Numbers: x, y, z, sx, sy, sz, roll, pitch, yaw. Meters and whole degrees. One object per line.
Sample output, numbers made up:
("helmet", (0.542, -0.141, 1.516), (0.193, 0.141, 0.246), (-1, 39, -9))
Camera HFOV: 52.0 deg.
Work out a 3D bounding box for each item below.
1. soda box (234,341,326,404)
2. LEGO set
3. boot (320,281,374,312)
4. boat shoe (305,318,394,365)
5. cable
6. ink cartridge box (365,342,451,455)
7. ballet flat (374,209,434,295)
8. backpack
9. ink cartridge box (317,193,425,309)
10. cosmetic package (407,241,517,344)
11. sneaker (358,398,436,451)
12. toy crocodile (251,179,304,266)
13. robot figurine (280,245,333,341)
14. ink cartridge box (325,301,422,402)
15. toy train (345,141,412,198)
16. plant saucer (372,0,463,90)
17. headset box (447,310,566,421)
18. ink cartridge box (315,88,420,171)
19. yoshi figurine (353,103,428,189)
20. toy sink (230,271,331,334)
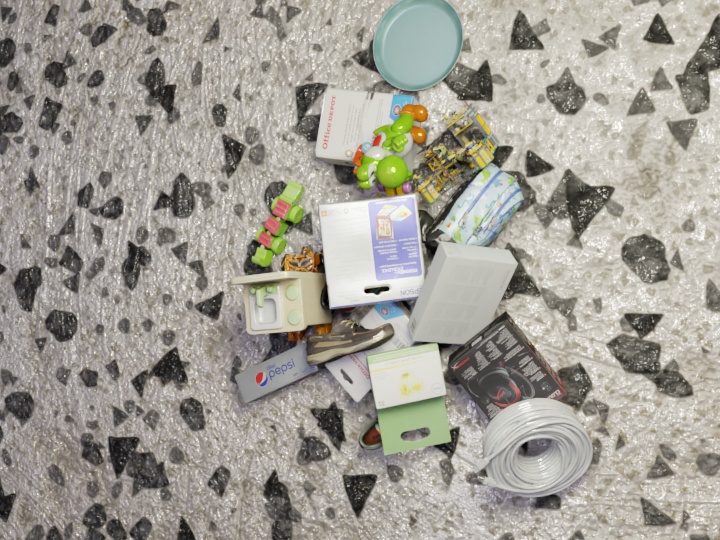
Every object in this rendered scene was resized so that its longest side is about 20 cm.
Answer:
("soda box", (-0.172, 0.220, 1.607), (0.198, 0.063, 0.069), (-27, 79, 18))
("LEGO set", (0.169, -0.235, 1.433), (0.116, 0.154, 0.199), (50, 134, -10))
("boot", (0.000, 0.000, 1.509), (0.072, 0.144, 0.201), (39, 99, 20))
("boat shoe", (-0.029, 0.133, 1.479), (0.197, 0.074, 0.075), (-19, 80, 18))
("cable", (0.323, 0.330, 1.361), (0.198, 0.070, 0.201), (28, 112, -17))
("ink cartridge box", (0.098, 0.253, 1.447), (0.143, 0.048, 0.204), (-10, 88, -3))
("ballet flat", (0.100, -0.027, 1.499), (0.068, 0.068, 0.202), (28, 84, -9))
("backpack", (0.223, -0.108, 1.430), (0.152, 0.163, 0.203), (24, 85, 13))
("ink cartridge box", (0.023, -0.038, 1.439), (0.194, 0.047, 0.204), (-6, 93, -2))
("cosmetic package", (0.190, 0.048, 1.396), (0.052, 0.148, 0.202), (-109, 33, -52))
("sneaker", (0.077, 0.304, 1.498), (0.200, 0.079, 0.074), (-42, 73, 13))
("toy crocodile", (-0.184, -0.103, 1.630), (0.067, 0.062, 0.202), (32, 98, 19))
("robot figurine", (-0.116, 0.047, 1.597), (0.142, 0.058, 0.204), (-7, 85, 20))
("ink cartridge box", (0.034, 0.161, 1.528), (0.116, 0.067, 0.200), (46, 103, 17))
("toy train", (0.031, -0.173, 1.506), (0.148, 0.056, 0.202), (25, 139, 6))
("plant saucer", (0.122, -0.475, 1.548), (0.196, 0.027, 0.205), (-1, 86, 21))
("headset box", (0.283, 0.206, 1.402), (0.148, 0.075, 0.201), (-40, 92, 15))
("ink cartridge box", (0.018, -0.292, 1.548), (0.197, 0.084, 0.149), (11, 91, 21))
("yoshi figurine", (0.073, -0.218, 1.385), (0.113, 0.201, 0.111), (47, 148, -16))
("toy sink", (-0.155, 0.066, 1.474), (0.128, 0.200, 0.114), (-7, 86, 19))
